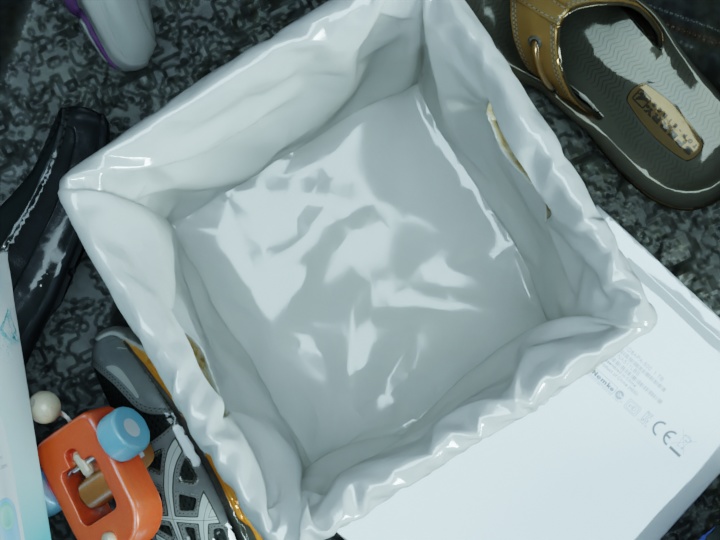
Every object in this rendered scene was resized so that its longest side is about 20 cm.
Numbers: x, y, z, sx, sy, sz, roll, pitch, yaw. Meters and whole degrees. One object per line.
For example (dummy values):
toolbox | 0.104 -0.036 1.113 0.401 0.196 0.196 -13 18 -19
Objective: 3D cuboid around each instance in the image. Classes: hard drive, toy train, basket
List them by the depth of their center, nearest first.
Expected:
basket | 0.000 0.000 1.278 0.200 0.161 0.198 -32 83 -1
toy train | -0.138 0.150 1.314 0.200 0.056 0.150 -40 75 32
hard drive | 0.094 0.086 1.365 0.132 0.025 0.200 43 88 -2

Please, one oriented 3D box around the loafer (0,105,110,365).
loafer | -0.177 0.011 1.329 0.070 0.068 0.201 25 93 -9

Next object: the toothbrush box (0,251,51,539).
toothbrush box | -0.211 0.100 1.230 0.085 0.146 0.200 -7 93 28

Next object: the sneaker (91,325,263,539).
sneaker | -0.079 0.119 1.332 0.077 0.078 0.200 -28 92 3

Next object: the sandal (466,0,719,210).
sandal | 0.105 -0.105 1.351 0.200 0.055 0.082 45 88 -2

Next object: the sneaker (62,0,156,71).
sneaker | -0.106 -0.195 1.330 0.100 0.075 0.200 -8 90 -2

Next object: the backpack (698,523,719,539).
backpack | 0.209 0.214 1.305 0.162 0.168 0.200 4 57 -7
